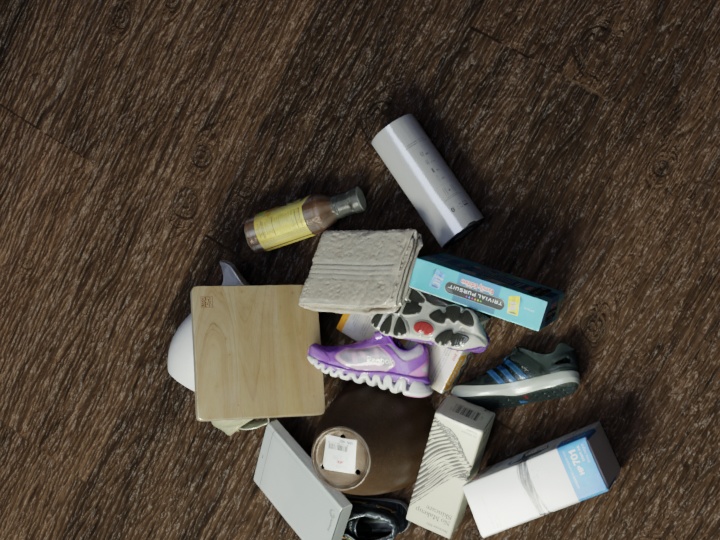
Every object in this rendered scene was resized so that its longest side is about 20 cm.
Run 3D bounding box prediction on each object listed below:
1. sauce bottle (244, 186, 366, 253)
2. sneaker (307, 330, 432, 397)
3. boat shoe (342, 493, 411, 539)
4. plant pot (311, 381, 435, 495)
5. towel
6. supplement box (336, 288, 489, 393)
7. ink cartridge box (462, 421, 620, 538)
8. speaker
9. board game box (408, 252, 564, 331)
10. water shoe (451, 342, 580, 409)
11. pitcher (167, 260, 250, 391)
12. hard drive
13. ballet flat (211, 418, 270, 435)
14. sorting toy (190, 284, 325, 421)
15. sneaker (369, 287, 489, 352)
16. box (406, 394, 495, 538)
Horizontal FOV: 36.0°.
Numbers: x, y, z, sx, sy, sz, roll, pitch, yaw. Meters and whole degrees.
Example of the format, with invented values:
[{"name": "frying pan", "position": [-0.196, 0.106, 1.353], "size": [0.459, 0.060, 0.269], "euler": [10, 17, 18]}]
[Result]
[{"name": "sauce bottle", "position": [-0.086, -0.084, 1.765], "size": [0.198, 0.065, 0.065], "euler": [-17, 87, 18]}, {"name": "sneaker", "position": [0.018, 0.128, 1.659], "size": [0.198, 0.080, 0.089], "euler": [11, 92, 16]}, {"name": "boat shoe", "position": [-0.023, 0.395, 1.752], "size": [0.198, 0.091, 0.072], "euler": [-6, 91, 20]}, {"name": "plant pot", "position": [0.003, 0.262, 1.678], "size": [0.185, 0.200, 0.189], "euler": [1, 93, 20]}, {"name": "towel", "position": [0.000, 0.000, 1.668], "size": [0.199, 0.034, 0.134], "euler": [2, 65, 41]}, {"name": "supplement box", "position": [0.080, 0.082, 1.707], "size": [0.199, 0.073, 0.127], "euler": [31, 103, 17]}, {"name": "ink cartridge box", "position": [0.266, 0.304, 1.614], "size": [0.199, 0.146, 0.087], "euler": [-25, 83, 19]}, {"name": "speaker", "position": [0.102, -0.138, 1.685], "size": [0.081, 0.081, 0.201], "euler": [-37, 81, 17]}, {"name": "board game box", "position": [0.187, 0.029, 1.626], "size": [0.198, 0.151, 0.047], "euler": [19, 100, 18]}, {"name": "water shoe", "position": [0.234, 0.158, 1.672], "size": [0.198, 0.072, 0.080], "euler": [-10, 62, 22]}, {"name": "pitcher", "position": [-0.206, 0.111, 1.798], "size": [0.171, 0.121, 0.201], "euler": [32, 92, 0]}, {"name": "hard drive", "position": [-0.095, 0.350, 1.750], "size": [0.200, 0.027, 0.133], "euler": [43, 131, 34]}, {"name": "ballet flat", "position": [-0.149, 0.214, 1.804], "size": [0.199, 0.069, 0.070], "euler": [-25, 85, 11]}, {"name": "sorting toy", "position": [-0.164, 0.129, 1.710], "size": [0.197, 0.070, 0.202], "euler": [0, 78, -19]}, {"name": "sneaker", "position": [0.099, 0.082, 1.621], "size": [0.199, 0.083, 0.081], "euler": [21, 79, 35]}, {"name": "box", "position": [0.135, 0.296, 1.675], "size": [0.081, 0.068, 0.202], "euler": [20, 115, 17]}]
